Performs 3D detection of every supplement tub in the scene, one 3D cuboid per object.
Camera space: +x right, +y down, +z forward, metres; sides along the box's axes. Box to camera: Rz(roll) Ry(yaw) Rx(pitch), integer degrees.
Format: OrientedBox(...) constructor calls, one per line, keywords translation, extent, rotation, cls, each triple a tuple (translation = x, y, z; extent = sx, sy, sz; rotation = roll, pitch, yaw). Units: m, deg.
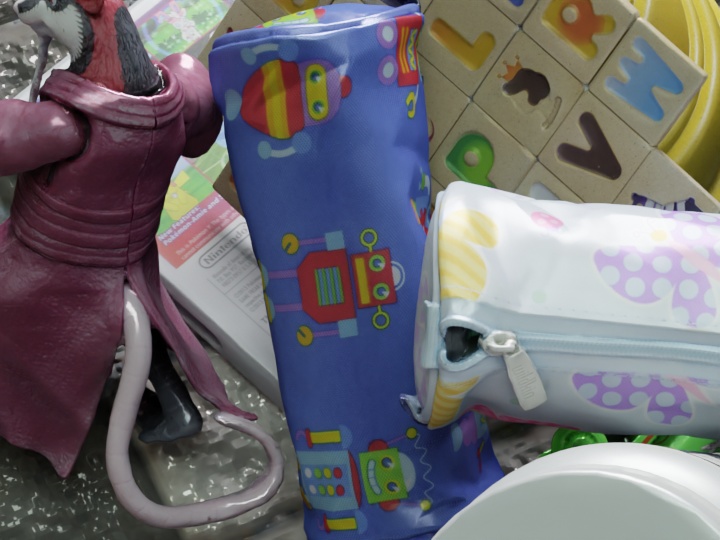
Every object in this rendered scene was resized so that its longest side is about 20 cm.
OrientedBox(translation=(0.095, 0.127, 0.941), extent=(0.140, 0.200, 0.141), rotation=(-2, 85, 19), cls="supplement tub")

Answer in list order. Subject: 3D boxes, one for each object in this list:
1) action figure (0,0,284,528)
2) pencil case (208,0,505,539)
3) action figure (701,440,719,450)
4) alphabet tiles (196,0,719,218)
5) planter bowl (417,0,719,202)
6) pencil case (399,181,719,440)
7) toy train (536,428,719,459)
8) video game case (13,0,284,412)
OrientedBox(translation=(-0.100, -0.018, 1.028), extent=(0.134, 0.201, 0.149), rotation=(-15, 45, -32), cls="action figure")
OrientedBox(translation=(0.000, 0.000, 1.052), extent=(0.078, 0.087, 0.201), rotation=(-10, 96, 10), cls="pencil case")
OrientedBox(translation=(0.213, 0.039, 1.070), extent=(0.199, 0.131, 0.069), rotation=(-7, 35, -13), cls="action figure")
OrientedBox(translation=(0.032, -0.050, 1.074), extent=(0.200, 0.167, 0.006), rotation=(43, 27, 16), cls="alphabet tiles")
OrientedBox(translation=(0.057, -0.093, 1.129), extent=(0.199, 0.084, 0.201), rotation=(1, 59, -2), cls="planter bowl")
OrientedBox(translation=(0.114, 0.018, 0.976), extent=(0.199, 0.091, 0.084), rotation=(4, 89, -2), cls="pencil case")
OrientedBox(translation=(0.141, 0.031, 1.114), extent=(0.056, 0.042, 0.200), rotation=(41, 65, 8), cls="toy train")
OrientedBox(translation=(-0.016, -0.058, 1.167), extent=(0.182, 0.023, 0.200), rotation=(41, 66, 19), cls="video game case")
